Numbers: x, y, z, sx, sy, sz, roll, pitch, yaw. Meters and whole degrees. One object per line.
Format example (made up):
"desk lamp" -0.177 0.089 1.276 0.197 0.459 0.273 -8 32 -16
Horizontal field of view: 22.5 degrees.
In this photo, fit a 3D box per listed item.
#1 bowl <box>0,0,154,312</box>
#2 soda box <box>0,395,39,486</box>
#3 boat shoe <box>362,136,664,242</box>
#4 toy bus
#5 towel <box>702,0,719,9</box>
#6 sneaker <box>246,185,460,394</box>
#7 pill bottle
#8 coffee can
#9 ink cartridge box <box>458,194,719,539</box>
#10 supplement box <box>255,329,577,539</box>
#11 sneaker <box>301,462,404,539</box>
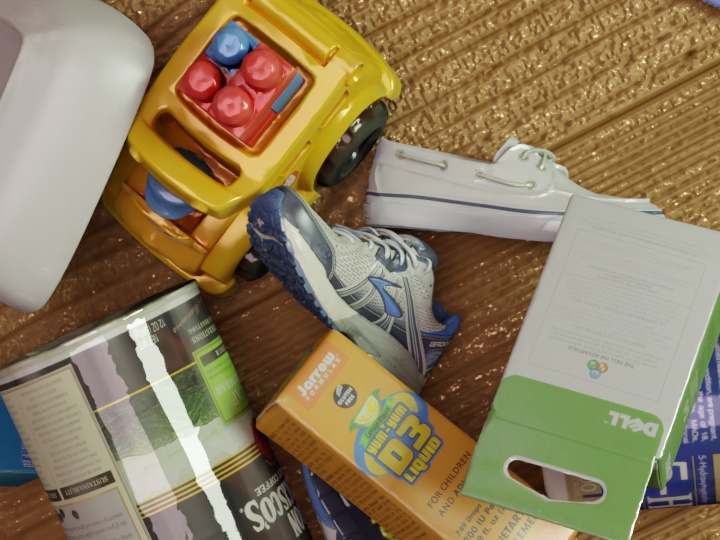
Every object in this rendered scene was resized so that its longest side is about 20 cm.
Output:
"bowl" -0.230 -0.092 1.166 0.075 0.200 0.200 23 96 -34
"soda box" -0.307 0.106 1.184 0.200 0.068 0.064 5 74 -29
"boat shoe" 0.099 -0.053 1.173 0.199 0.074 0.067 4 92 9
"toy bus" -0.083 -0.087 1.142 0.136 0.192 0.200 39 95 5
"towel" 0.259 -0.268 1.176 0.145 0.024 0.200 26 96 5
"sneaker" 0.000 0.000 1.154 0.085 0.200 0.077 -45 45 -7
"pill bottle" 0.213 0.087 1.134 0.199 0.120 0.120 -6 90 9
"coffee can" -0.130 0.126 1.163 0.146 0.146 0.200 -24 94 8
"ink cartridge box" 0.142 0.063 1.059 0.104 0.059 0.200 16 69 18
"supplement box" 0.034 0.127 1.126 0.200 0.069 0.067 37 69 1
"sneaker" 0.006 0.170 1.185 0.074 0.082 0.200 -14 77 -17
